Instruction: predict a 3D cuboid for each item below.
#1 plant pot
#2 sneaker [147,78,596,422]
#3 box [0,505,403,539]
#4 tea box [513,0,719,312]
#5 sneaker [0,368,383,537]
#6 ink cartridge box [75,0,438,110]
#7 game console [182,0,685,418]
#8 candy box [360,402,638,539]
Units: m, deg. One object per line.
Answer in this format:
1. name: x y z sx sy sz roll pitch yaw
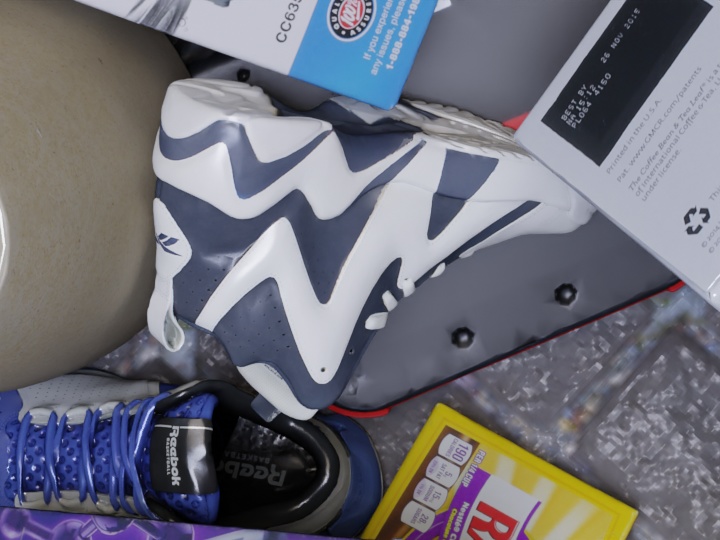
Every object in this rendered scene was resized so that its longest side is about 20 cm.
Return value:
1. plant pot: -0.160 -0.026 0.845 0.187 0.200 0.188 0 100 2
2. sneaker: 0.000 0.000 0.891 0.079 0.199 0.130 33 114 48
3. box: -0.056 0.179 0.848 0.199 0.104 0.148 0 69 28
4. tea box: 0.203 -0.062 0.810 0.200 0.197 0.134 -55 41 9
5. sneaker: -0.092 0.076 0.935 0.199 0.115 0.081 3 79 5
6. ink cartridge box: -0.058 -0.167 0.856 0.199 0.086 0.147 17 105 -16
7. game console: 0.040 -0.043 0.957 0.200 0.031 0.177 -23 99 2
8. candy box: 0.029 0.164 0.934 0.102 0.026 0.200 29 70 4
